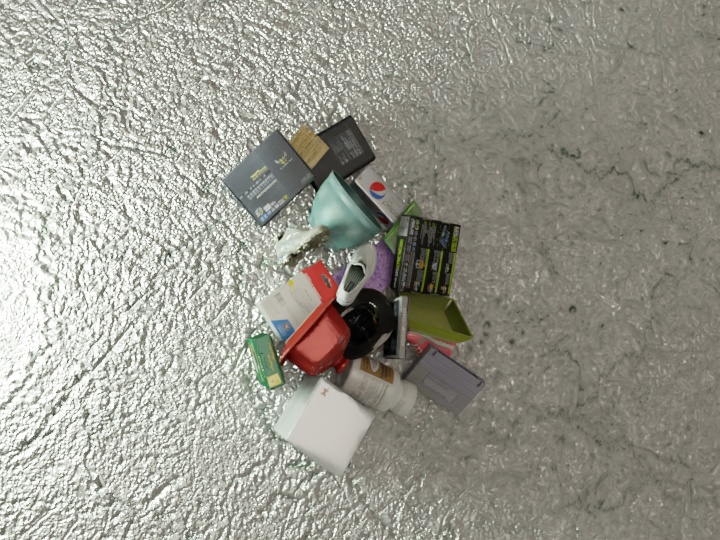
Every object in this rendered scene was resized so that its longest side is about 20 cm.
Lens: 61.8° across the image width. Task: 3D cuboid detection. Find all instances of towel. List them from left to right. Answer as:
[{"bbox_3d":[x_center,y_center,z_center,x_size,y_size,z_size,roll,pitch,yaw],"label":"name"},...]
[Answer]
[{"bbox_3d":[0.160,-0.070,1.661,0.150,0.030,0.201,-52,125,-17],"label":"towel"}]

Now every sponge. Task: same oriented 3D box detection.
[{"bbox_3d":[0.021,0.013,1.646,0.198,0.030,0.113,-35,95,-18],"label":"sponge"}]

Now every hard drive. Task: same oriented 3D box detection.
[{"bbox_3d":[-0.072,-0.318,1.656,0.198,0.033,0.142,-34,94,-19],"label":"hard drive"}]

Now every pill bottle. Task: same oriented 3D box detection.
[{"bbox_3d":[0.044,0.301,1.573,0.196,0.114,0.117,27,76,-13],"label":"pill bottle"}]

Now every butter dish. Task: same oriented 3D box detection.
[{"bbox_3d":[-0.088,0.184,1.442,0.147,0.200,0.200,41,75,3],"label":"butter dish"}]

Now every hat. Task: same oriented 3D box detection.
[{"bbox_3d":[0.000,0.150,1.567,0.194,0.081,0.206,-6,61,11],"label":"hat"}]

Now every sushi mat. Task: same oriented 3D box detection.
[{"bbox_3d":[-0.179,-0.283,1.600,0.095,0.012,0.201,40,87,-5],"label":"sushi mat"}]

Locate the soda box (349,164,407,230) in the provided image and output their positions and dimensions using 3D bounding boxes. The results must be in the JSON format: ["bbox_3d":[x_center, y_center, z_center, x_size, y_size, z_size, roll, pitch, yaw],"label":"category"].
[{"bbox_3d":[0.061,-0.190,1.667,0.200,0.063,0.068,46,72,-8],"label":"soda box"}]

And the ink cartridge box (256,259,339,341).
[{"bbox_3d":[-0.157,0.076,1.560,0.198,0.067,0.118,-36,95,-19],"label":"ink cartridge box"}]

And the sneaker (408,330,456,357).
[{"bbox_3d":[0.176,0.210,1.638,0.196,0.073,0.089,20,87,-29],"label":"sneaker"}]

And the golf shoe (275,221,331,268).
[{"bbox_3d":[-0.156,-0.085,1.522,0.077,0.198,0.100,-3,70,-48],"label":"golf shoe"}]

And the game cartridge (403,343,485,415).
[{"bbox_3d":[0.226,0.299,1.638,0.198,0.039,0.130,34,113,-15],"label":"game cartridge"}]

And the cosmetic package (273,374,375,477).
[{"bbox_3d":[-0.093,0.372,1.474,0.166,0.200,0.168,36,74,-9],"label":"cosmetic package"}]

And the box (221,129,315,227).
[{"bbox_3d":[-0.236,-0.237,1.562,0.199,0.051,0.158,-42,95,-5],"label":"box"}]

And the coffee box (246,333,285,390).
[{"bbox_3d":[-0.230,0.216,1.449,0.043,0.200,0.126,-17,88,-17],"label":"coffee box"}]

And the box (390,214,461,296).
[{"bbox_3d":[0.179,-0.039,1.641,0.189,0.047,0.207,5,96,-37],"label":"box"}]

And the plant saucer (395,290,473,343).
[{"bbox_3d":[0.186,0.121,1.624,0.195,0.201,0.049,17,114,-16],"label":"plant saucer"}]

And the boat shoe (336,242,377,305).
[{"bbox_3d":[0.000,0.000,1.569,0.072,0.067,0.203,24,58,-2],"label":"boat shoe"}]

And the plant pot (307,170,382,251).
[{"bbox_3d":[-0.054,-0.137,1.571,0.134,0.201,0.201,-40,97,9],"label":"plant pot"}]

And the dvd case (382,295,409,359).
[{"bbox_3d":[0.091,0.152,1.561,0.024,0.200,0.155,5,81,-9],"label":"dvd case"}]
